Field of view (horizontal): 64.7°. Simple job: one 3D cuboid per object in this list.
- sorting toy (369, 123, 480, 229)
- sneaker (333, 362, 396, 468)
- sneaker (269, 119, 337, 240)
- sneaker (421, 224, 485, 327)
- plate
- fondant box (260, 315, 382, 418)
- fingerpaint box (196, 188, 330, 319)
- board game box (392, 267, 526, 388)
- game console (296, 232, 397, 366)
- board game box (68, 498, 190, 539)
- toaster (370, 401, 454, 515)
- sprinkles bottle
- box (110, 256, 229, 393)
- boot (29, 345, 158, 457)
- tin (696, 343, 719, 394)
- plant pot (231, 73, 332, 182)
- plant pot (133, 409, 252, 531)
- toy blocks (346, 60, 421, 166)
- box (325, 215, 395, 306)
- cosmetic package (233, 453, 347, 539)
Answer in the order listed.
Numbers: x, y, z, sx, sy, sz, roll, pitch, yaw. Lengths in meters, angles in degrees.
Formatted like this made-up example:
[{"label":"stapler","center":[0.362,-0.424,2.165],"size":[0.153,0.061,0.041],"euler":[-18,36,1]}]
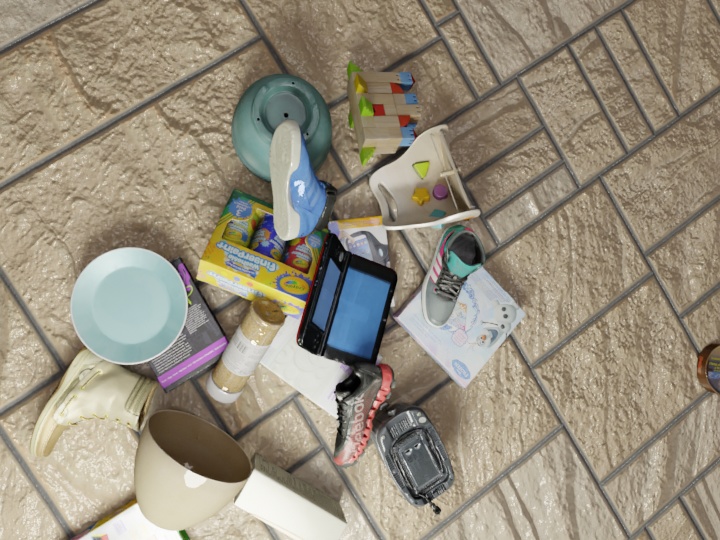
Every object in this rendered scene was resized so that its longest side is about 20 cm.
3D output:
[{"label":"sorting toy","center":[0.113,-0.153,1.103],"size":[0.176,0.107,0.204],"euler":[-15,66,-1]},{"label":"sneaker","center":[-0.015,0.254,1.021],"size":[0.096,0.071,0.204],"euler":[22,93,-25]},{"label":"sneaker","center":[-0.094,-0.160,0.993],"size":[0.110,0.076,0.205],"euler":[-15,114,-39]},{"label":"sneaker","center":[0.176,0.008,1.060],"size":[0.082,0.121,0.205],"euler":[15,83,-8]},{"label":"plate","center":[-0.404,0.061,1.001],"size":[0.195,0.026,0.205],"euler":[0,88,-10]},{"label":"fondant box","center":[-0.077,0.164,1.080],"size":[0.199,0.058,0.146],"euler":[37,81,-9]},{"label":"fingerpaint box","center":[-0.170,-0.031,1.026],"size":[0.197,0.074,0.169],"euler":[23,55,-9]},{"label":"board game box","center":[0.200,0.091,1.144],"size":[0.200,0.043,0.199],"euler":[45,79,-6]},{"label":"game console","center":[-0.018,0.061,1.017],"size":[0.116,0.173,0.204],"euler":[12,76,13]},{"label":"board game box","center":[-0.413,0.504,1.007],"size":[0.197,0.040,0.155],"euler":[-29,93,-11]},{"label":"toaster","center":[0.095,0.344,1.070],"size":[0.112,0.129,0.203],"euler":[-29,93,-10]},{"label":"sprinkles bottle","center":[-0.204,0.144,1.001],"size":[0.067,0.069,0.201],"euler":[31,116,-8]},{"label":"box","center":[-0.342,0.098,1.041],"size":[0.141,0.036,0.203],"euler":[-30,95,-10]},{"label":"boot","center":[-0.461,0.253,0.991],"size":[0.153,0.073,0.203],"euler":[28,77,-6]},{"label":"tin","center":[0.844,0.224,1.272],"size":[0.195,0.042,0.115],"euler":[9,90,-11]},{"label":"plant pot","center":[-0.140,-0.272,1.045],"size":[0.195,0.134,0.206],"euler":[0,88,-12]},{"label":"plant pot","center":[-0.303,0.352,0.964],"size":[0.198,0.200,0.136],"euler":[32,92,-8]},{"label":"toy blocks","center":[0.054,-0.306,1.102],"size":[0.134,0.100,0.204],"euler":[-5,69,-16]},{"label":"box","center":[0.000,0.000,1.111],"size":[0.116,0.041,0.205],"euler":[-7,87,-12]},{"label":"cosmetic package","center":[-0.128,0.426,1.036],"size":[0.198,0.103,0.074],"euler":[33,83,-7]}]
